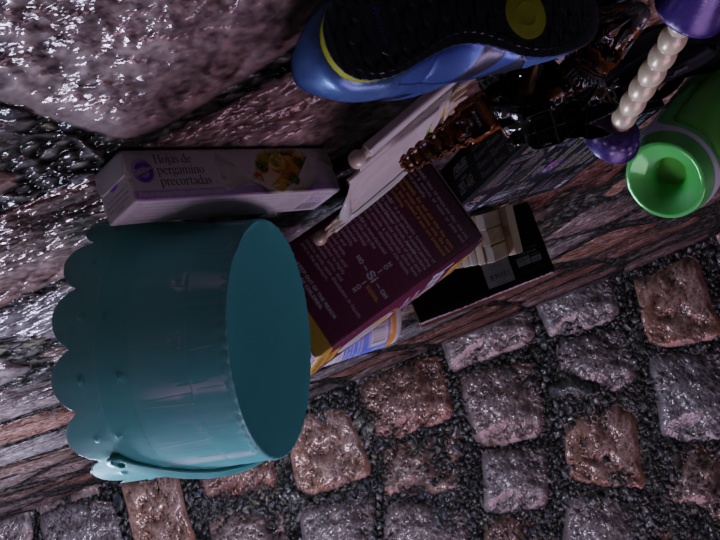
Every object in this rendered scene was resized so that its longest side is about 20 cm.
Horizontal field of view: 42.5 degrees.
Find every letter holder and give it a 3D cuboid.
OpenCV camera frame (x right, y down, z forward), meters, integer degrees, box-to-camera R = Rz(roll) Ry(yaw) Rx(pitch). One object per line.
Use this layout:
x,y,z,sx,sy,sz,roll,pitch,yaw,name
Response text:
0.157,0.001,1.310,0.196,0.103,0.142,-21,171,0,letter holder

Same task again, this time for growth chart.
0.029,-0.093,0.744,0.144,0.018,0.200,-41,174,-18,growth chart

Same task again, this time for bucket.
-0.125,0.058,0.709,0.132,0.213,0.207,-5,173,16,bucket

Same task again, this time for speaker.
0.321,-0.129,0.878,0.088,0.089,0.200,-33,-173,48,speaker

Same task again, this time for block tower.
0.080,-0.025,1.039,0.197,0.055,0.057,-12,-176,37,block tower

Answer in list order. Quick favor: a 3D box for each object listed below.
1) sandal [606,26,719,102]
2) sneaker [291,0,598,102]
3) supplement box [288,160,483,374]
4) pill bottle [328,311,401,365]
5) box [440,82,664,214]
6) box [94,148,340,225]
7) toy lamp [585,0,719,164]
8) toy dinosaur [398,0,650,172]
0.283,-0.182,0.821,0.196,0.044,0.076,-15,168,-27,sandal
0.050,-0.143,0.556,0.196,0.067,0.078,-16,180,-23,sneaker
0.000,0.000,0.887,0.198,0.104,0.131,-35,172,-16,supplement box
-0.055,0.067,1.198,0.196,0.114,0.112,-15,168,-24,pill bottle
0.178,-0.121,0.917,0.157,0.044,0.200,-16,168,-22,box
-0.099,-0.065,0.689,0.198,0.039,0.041,-9,163,-46,box
0.230,-0.163,0.717,0.057,0.059,0.201,-16,153,-20,toy lamp
0.123,-0.126,0.661,0.201,0.101,0.136,-53,-177,5,toy dinosaur
